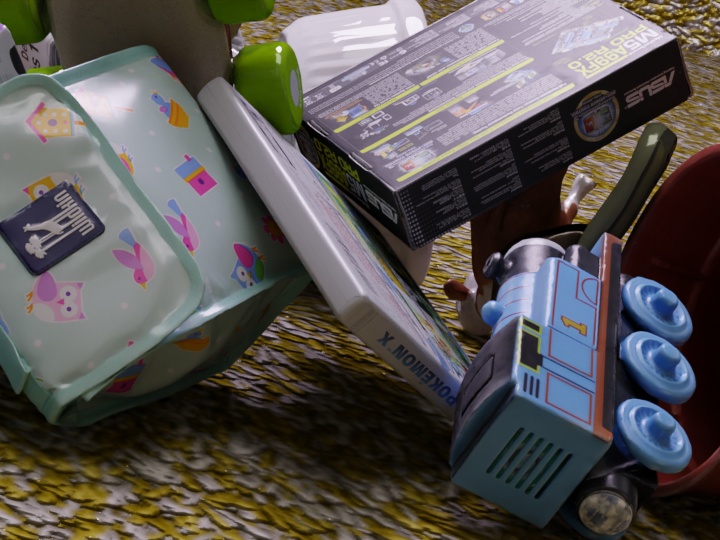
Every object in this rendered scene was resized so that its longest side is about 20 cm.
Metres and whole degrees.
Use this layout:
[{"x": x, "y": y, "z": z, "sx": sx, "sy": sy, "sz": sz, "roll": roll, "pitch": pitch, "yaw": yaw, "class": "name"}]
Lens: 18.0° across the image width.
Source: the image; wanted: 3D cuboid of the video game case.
[{"x": 0.000, "y": 0.000, "z": 1.259, "sx": 0.182, "sy": 0.022, "sz": 0.200, "roll": 43, "pitch": 9, "yaw": -47, "class": "video game case"}]

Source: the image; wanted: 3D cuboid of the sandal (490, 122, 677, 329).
[{"x": 0.115, "y": -0.008, "z": 1.352, "sx": 0.057, "sy": 0.202, "sz": 0.080, "roll": 33, "pitch": 4, "yaw": 1, "class": "sandal"}]

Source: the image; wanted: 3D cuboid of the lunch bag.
[{"x": -0.143, "y": -0.015, "z": 1.203, "sx": 0.171, "sy": 0.122, "sz": 0.200, "roll": 52, "pitch": 33, "yaw": 11, "class": "lunch bag"}]

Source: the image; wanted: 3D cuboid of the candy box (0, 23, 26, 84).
[{"x": -0.306, "y": -0.074, "z": 1.272, "sx": 0.167, "sy": 0.072, "sz": 0.200, "roll": 24, "pitch": 56, "yaw": 39, "class": "candy box"}]

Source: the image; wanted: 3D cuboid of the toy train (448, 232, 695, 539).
[{"x": 0.112, "y": 0.055, "z": 1.198, "sx": 0.114, "sy": 0.087, "sz": 0.201, "roll": 29, "pitch": 34, "yaw": -12, "class": "toy train"}]

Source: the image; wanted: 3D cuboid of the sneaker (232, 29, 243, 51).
[{"x": -0.126, "y": -0.114, "z": 1.588, "sx": 0.081, "sy": 0.201, "sz": 0.074, "roll": 11, "pitch": 35, "yaw": 26, "class": "sneaker"}]

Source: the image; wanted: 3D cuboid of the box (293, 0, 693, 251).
[{"x": 0.074, "y": -0.103, "z": 1.375, "sx": 0.199, "sy": 0.044, "sz": 0.160, "roll": -29, "pitch": 33, "yaw": -14, "class": "box"}]

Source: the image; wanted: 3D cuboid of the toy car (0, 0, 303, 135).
[{"x": -0.117, "y": -0.176, "z": 1.361, "sx": 0.163, "sy": 0.159, "sz": 0.201, "roll": -5, "pitch": 39, "yaw": 11, "class": "toy car"}]

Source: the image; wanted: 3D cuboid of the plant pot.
[{"x": 0.265, "y": 0.051, "z": 1.286, "sx": 0.194, "sy": 0.202, "sz": 0.201, "roll": 16, "pitch": 12, "yaw": -21, "class": "plant pot"}]

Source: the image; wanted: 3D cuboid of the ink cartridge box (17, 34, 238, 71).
[{"x": -0.151, "y": -0.107, "z": 1.486, "sx": 0.200, "sy": 0.147, "sz": 0.084, "roll": 36, "pitch": 59, "yaw": 28, "class": "ink cartridge box"}]

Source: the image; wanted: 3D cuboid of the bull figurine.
[{"x": 0.104, "y": -0.032, "z": 1.456, "sx": 0.065, "sy": 0.122, "sz": 0.200, "roll": 25, "pitch": -17, "yaw": 8, "class": "bull figurine"}]

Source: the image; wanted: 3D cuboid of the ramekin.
[{"x": -0.007, "y": -0.086, "z": 1.561, "sx": 0.093, "sy": 0.204, "sz": 0.202, "roll": -1, "pitch": 16, "yaw": -9, "class": "ramekin"}]
